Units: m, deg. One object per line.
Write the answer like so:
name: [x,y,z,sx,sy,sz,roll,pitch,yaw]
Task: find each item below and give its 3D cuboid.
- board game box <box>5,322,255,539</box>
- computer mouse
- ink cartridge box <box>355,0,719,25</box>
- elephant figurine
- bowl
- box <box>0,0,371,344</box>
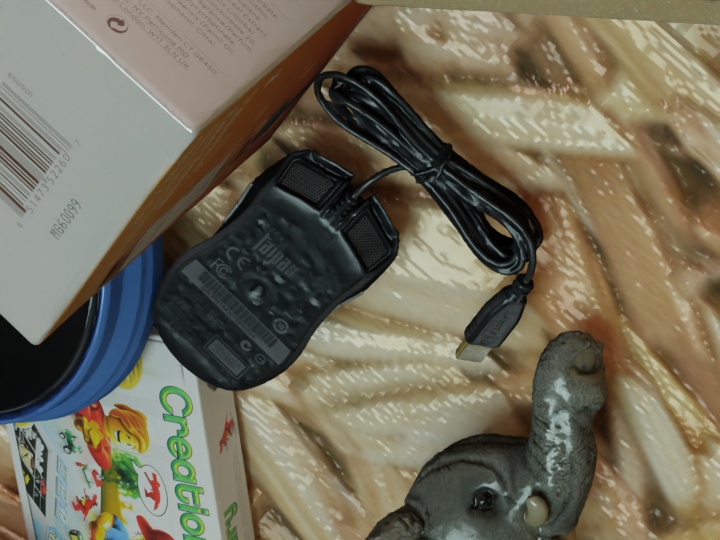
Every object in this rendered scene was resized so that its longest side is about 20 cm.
board game box: [-0.118,0.102,1.496,0.125,0.035,0.201,10,124,28]
computer mouse: [0.000,0.000,1.355,0.140,0.046,0.200,39,127,-2]
ink cartridge box: [0.077,-0.183,1.140,0.199,0.075,0.165,7,134,27]
elephant figurine: [0.056,0.139,1.369,0.141,0.154,0.201,-156,45,-77]
bowl: [-0.186,-0.019,1.425,0.199,0.039,0.202,12,112,31]
box: [-0.090,-0.091,1.242,0.106,0.200,0.152,42,132,3]
